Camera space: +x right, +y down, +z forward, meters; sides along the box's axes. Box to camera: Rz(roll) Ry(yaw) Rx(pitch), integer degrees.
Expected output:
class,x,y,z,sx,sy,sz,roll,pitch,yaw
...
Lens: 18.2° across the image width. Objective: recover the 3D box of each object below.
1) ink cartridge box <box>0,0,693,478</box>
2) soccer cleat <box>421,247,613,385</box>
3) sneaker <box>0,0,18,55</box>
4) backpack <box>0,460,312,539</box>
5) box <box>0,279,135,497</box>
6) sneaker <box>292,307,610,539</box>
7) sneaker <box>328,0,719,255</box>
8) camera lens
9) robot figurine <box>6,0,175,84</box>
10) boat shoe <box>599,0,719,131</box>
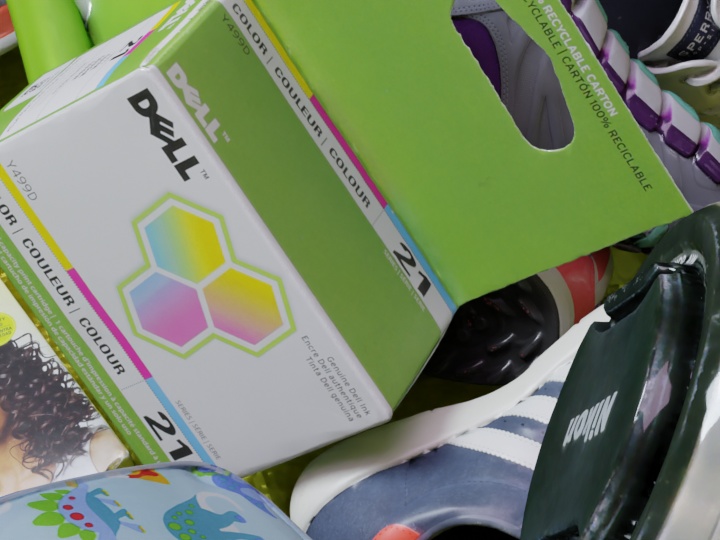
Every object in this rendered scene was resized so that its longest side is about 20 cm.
class,x,y,z,sx,sy,sz,roll,pitch,yaw
ink cartridge box,-0.017,-0.026,0.747,0.200,0.148,0.076,-23,19,35
soccer cleat,0.000,0.000,0.868,0.200,0.068,0.073,7,22,30
sneaker,-0.189,-0.113,0.939,0.077,0.082,0.200,-25,18,30
backpack,-0.082,0.154,0.663,0.200,0.147,0.183,-13,44,-38
box,-0.160,0.038,0.876,0.075,0.050,0.200,-34,53,-13
sneaker,0.079,0.073,0.773,0.200,0.075,0.085,-29,50,3
sneaker,0.070,-0.040,0.812,0.088,0.200,0.074,-48,18,-19
camera lens,0.158,0.079,0.664,0.200,0.160,0.160,21,57,-6
robot figurine,-0.051,-0.090,0.879,0.200,0.175,0.116,2,86,53
boat shoe,0.120,-0.090,0.848,0.200,0.065,0.074,27,101,-3
